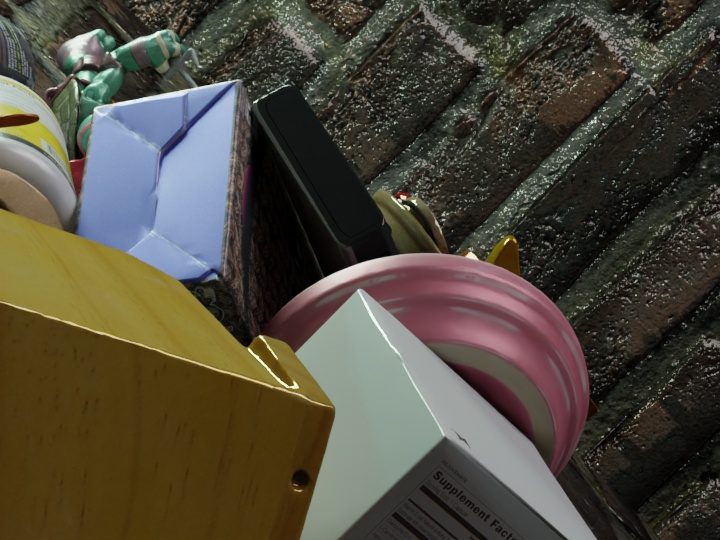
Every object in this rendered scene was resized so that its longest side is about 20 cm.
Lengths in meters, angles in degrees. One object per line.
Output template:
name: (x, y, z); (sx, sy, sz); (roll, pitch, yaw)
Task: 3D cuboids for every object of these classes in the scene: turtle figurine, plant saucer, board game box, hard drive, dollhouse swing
turtle figurine: (-0.173, -0.101, 1.165); (0.100, 0.151, 0.200); (14, 12, -23)
plant saucer: (0.031, 0.086, 0.937); (0.200, 0.200, 0.051); (42, 22, -28)
board game box: (-0.092, 0.017, 1.021); (0.201, 0.096, 0.160); (68, 17, -47)
hard drive: (0.000, 0.000, 1.029); (0.140, 0.033, 0.201); (57, -7, 42)
dollhouse swing: (-0.146, 0.068, 0.734); (0.199, 0.183, 0.175); (19, -5, -33)

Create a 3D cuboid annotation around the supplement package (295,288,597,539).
supplement package: (-0.003, 0.152, 0.832); (0.151, 0.200, 0.152); (41, 8, -29)

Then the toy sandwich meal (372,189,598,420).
toy sandwich meal: (0.076, 0.027, 1.045); (0.206, 0.070, 0.205); (58, -7, 11)

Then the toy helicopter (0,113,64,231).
toy helicopter: (-0.243, -0.036, 0.879); (0.199, 0.134, 0.079); (20, -20, -35)

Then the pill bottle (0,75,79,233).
pill bottle: (-0.234, -0.056, 1.037); (0.112, 0.112, 0.200); (42, 7, -25)

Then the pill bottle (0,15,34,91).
pill bottle: (-0.312, -0.152, 1.143); (0.106, 0.106, 0.200); (48, 7, 19)
